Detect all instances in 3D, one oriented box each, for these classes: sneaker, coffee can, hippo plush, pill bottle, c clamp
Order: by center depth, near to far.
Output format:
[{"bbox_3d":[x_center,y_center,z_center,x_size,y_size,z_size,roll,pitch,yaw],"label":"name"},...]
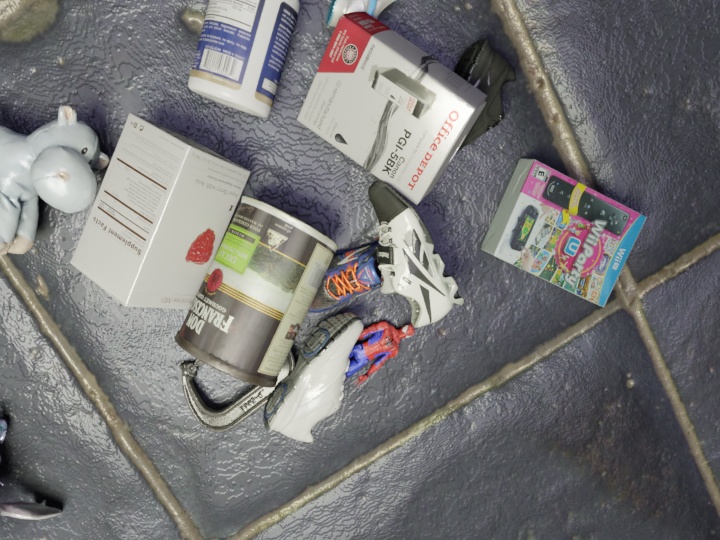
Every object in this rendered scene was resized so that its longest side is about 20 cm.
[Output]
[{"bbox_3d":[-0.396,-0.118,0.703,0.156,0.160,0.204,-11,61,-7],"label":"hippo plush"},{"bbox_3d":[-0.140,-0.311,0.716,0.108,0.111,0.205,17,97,-10],"label":"pill bottle"},{"bbox_3d":[0.052,-0.017,0.736,0.087,0.074,0.203,-33,97,-9],"label":"sneaker"},{"bbox_3d":[-0.134,0.027,0.743,0.144,0.146,0.204,26,85,-11],"label":"coffee can"},{"bbox_3d":[0.028,-0.404,0.746,0.079,0.077,0.203,23,103,-18],"label":"sneaker"},{"bbox_3d":[0.154,-0.214,0.795,0.089,0.076,0.203,24,100,-21],"label":"sneaker"},{"bbox_3d":[-0.055,0.150,0.798,0.086,0.075,0.202,34,94,-22],"label":"sneaker"},{"bbox_3d":[0.000,0.000,0.806,0.197,0.078,0.077,-30,102,-2],"label":"sneaker"},{"bbox_3d":[-0.185,0.126,0.825,0.199,0.027,0.172,-41,90,-1],"label":"c clamp"}]

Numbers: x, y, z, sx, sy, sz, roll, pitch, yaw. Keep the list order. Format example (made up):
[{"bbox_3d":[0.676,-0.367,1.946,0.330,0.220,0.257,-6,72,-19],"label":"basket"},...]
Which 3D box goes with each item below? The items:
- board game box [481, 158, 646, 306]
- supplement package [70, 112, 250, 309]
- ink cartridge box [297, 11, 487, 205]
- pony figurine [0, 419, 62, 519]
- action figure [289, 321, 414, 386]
[{"bbox_3d":[0.301,-0.056,0.846,0.196,0.064,0.151,23,97,-12],"label":"board game box"},{"bbox_3d":[-0.251,-0.068,0.718,0.118,0.121,0.204,28,98,25],"label":"supplement package"},{"bbox_3d":[0.039,-0.206,0.721,0.198,0.083,0.148,35,122,5],"label":"ink cartridge box"},{"bbox_3d":[-0.512,0.302,0.752,0.162,0.193,0.206,-8,82,-9],"label":"pony figurine"},{"bbox_3d":[-0.007,0.131,0.847,0.197,0.052,0.067,-28,98,-4],"label":"action figure"}]
